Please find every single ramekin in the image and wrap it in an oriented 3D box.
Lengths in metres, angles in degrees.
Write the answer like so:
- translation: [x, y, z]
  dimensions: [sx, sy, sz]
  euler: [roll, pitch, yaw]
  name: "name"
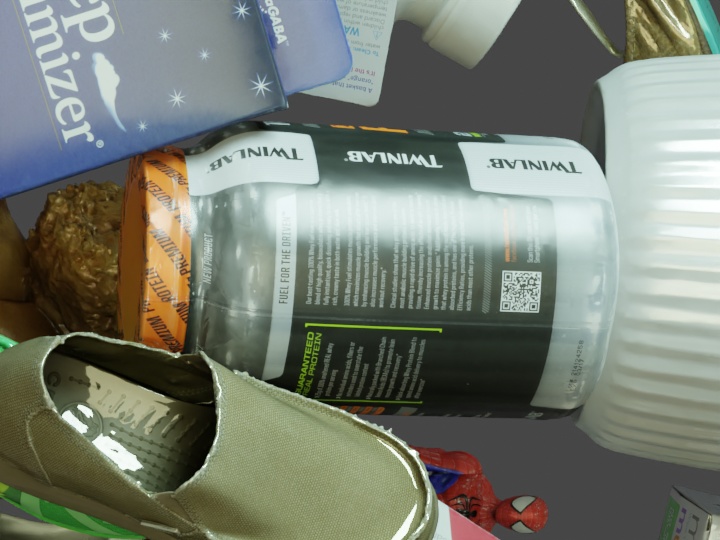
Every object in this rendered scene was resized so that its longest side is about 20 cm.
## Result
- translation: [0.153, -0.004, 1.035]
  dimensions: [0.104, 0.200, 0.202]
  euler: [3, 93, 0]
  name: "ramekin"

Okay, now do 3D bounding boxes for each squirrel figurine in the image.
- translation: [-0.167, 0.010, 1.054]
  dimensions: [0.198, 0.142, 0.189]
  euler: [-3, 82, -2]
  name: "squirrel figurine"

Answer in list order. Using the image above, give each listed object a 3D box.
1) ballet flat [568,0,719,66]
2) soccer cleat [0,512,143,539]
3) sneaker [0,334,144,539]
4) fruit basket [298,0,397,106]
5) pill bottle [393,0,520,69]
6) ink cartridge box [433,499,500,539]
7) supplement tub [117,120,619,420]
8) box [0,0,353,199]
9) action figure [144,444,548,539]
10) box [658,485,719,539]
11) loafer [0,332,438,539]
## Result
- translation: [0.120, -0.174, 1.096]
  dimensions: [0.072, 0.068, 0.202]
  euler: [-16, 99, 16]
  name: "ballet flat"
- translation: [-0.189, 0.148, 1.012]
  dimensions: [0.198, 0.069, 0.086]
  euler: [-10, 126, -18]
  name: "soccer cleat"
- translation: [-0.144, 0.066, 0.941]
  dimensions: [0.198, 0.084, 0.075]
  euler: [20, 90, -15]
  name: "sneaker"
- translation: [-0.063, -0.184, 0.964]
  dimensions: [0.183, 0.094, 0.202]
  euler: [10, 112, -2]
  name: "fruit basket"
- translation: [-0.011, -0.181, 1.054]
  dimensions: [0.199, 0.111, 0.112]
  euler: [31, 91, -5]
  name: "pill bottle"
- translation: [-0.029, 0.199, 0.975]
  dimensions: [0.145, 0.145, 0.201]
  euler: [33, 65, -12]
  name: "ink cartridge box"
- translation: [0.000, 0.000, 0.959]
  dimensions: [0.198, 0.122, 0.124]
  euler: [3, 94, -14]
  name: "supplement tub"
- translation: [-0.109, -0.104, 0.901]
  dimensions: [0.198, 0.032, 0.122]
  euler: [-19, 103, -6]
  name: "box"
- translation: [-0.006, 0.117, 1.107]
  dimensions: [0.198, 0.052, 0.066]
  euler: [1, 89, -6]
  name: "action figure"
- translation: [0.218, 0.227, 1.104]
  dimensions: [0.175, 0.097, 0.202]
  euler: [13, 93, -4]
  name: "box"
- translation: [-0.057, 0.076, 0.884]
  dimensions: [0.198, 0.067, 0.077]
  euler: [15, 67, -16]
  name: "loafer"
